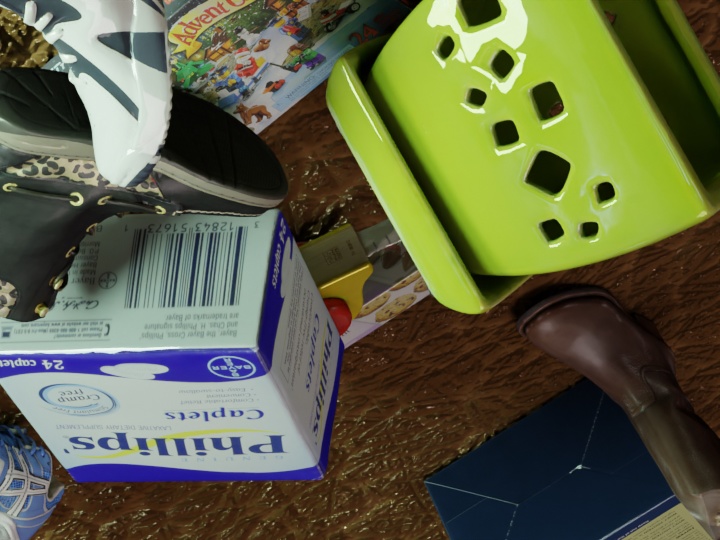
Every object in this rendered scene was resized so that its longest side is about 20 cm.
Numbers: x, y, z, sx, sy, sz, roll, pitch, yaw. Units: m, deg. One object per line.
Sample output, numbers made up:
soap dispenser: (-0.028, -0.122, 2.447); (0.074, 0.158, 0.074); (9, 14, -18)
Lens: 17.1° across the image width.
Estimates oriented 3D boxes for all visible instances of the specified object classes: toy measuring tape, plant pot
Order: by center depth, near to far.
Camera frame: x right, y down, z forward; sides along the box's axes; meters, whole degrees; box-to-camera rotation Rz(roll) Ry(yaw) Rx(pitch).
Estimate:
plant pot: (0.102, -0.094, 1.419); (0.181, 0.199, 0.200); (-29, -178, 22)
toy measuring tape: (0.000, 0.000, 1.657); (0.200, 0.074, 0.074); (-25, 149, 2)

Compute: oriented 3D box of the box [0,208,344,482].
box: (-0.122, 0.053, 1.552); (0.184, 0.105, 0.200); (-1, 152, 13)

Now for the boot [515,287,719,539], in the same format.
boot: (0.222, 0.114, 1.854); (0.186, 0.200, 0.064); (13, 132, -46)

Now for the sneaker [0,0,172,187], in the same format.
sneaker: (-0.169, -0.140, 1.276); (0.129, 0.080, 0.200); (-3, 118, -13)

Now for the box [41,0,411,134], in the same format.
box: (-0.086, -0.132, 1.425); (0.200, 0.038, 0.137); (-38, 147, 20)

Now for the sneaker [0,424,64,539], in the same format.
sneaker: (-0.267, 0.132, 1.682); (0.077, 0.076, 0.200); (-42, 152, -15)

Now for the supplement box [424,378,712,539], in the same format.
supplement box: (0.199, 0.211, 2.049); (0.200, 0.134, 0.200); (-33, 148, 13)

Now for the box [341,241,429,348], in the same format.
box: (0.014, 0.011, 1.709); (0.200, 0.039, 0.041); (-33, 147, 13)

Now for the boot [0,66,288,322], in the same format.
boot: (-0.158, -0.037, 1.410); (0.200, 0.073, 0.151); (10, 134, -35)
